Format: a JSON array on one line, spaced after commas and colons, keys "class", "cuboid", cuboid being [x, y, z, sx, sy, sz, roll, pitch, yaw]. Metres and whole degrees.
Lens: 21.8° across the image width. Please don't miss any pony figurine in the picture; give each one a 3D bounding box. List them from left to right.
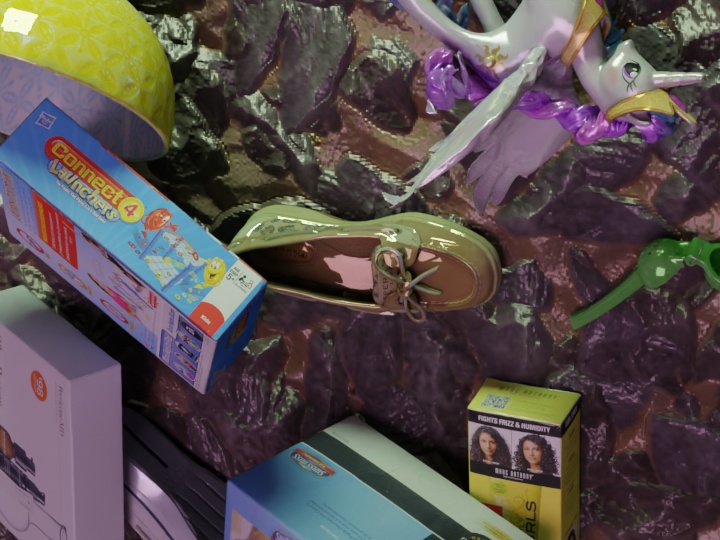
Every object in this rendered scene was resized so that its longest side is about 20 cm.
[{"class": "pony figurine", "cuboid": [0.095, -0.131, 1.164, 0.193, 0.166, 0.200, -36, 80, 28]}]

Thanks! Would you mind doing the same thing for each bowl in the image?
[{"class": "bowl", "cuboid": [-0.213, -0.162, 1.298, 0.200, 0.200, 0.108, 10, 75, 22]}]

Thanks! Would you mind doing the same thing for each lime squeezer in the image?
[{"class": "lime squeezer", "cuboid": [0.224, 0.012, 1.224, 0.200, 0.038, 0.071, -1, 114, 26]}]

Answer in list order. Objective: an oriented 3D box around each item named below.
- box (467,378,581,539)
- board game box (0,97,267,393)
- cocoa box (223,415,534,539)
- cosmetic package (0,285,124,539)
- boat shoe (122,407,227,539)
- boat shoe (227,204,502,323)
[{"class": "box", "cuboid": [0.119, 0.180, 1.354, 0.075, 0.050, 0.200, 10, 119, 22]}, {"class": "board game box", "cuboid": [-0.164, -0.011, 1.327, 0.196, 0.056, 0.200, 40, 165, 3]}, {"class": "cocoa box", "cuboid": [0.011, 0.222, 1.339, 0.200, 0.131, 0.134, 32, 131, 36]}, {"class": "cosmetic package", "cuboid": [-0.245, 0.133, 1.475, 0.151, 0.052, 0.200, 30, 128, 42]}, {"class": "boat shoe", "cuboid": [-0.141, 0.195, 1.486, 0.200, 0.074, 0.067, 47, 131, 14]}, {"class": "boat shoe", "cuboid": [0.000, 0.000, 1.314, 0.200, 0.063, 0.073, 5, 116, 24]}]
